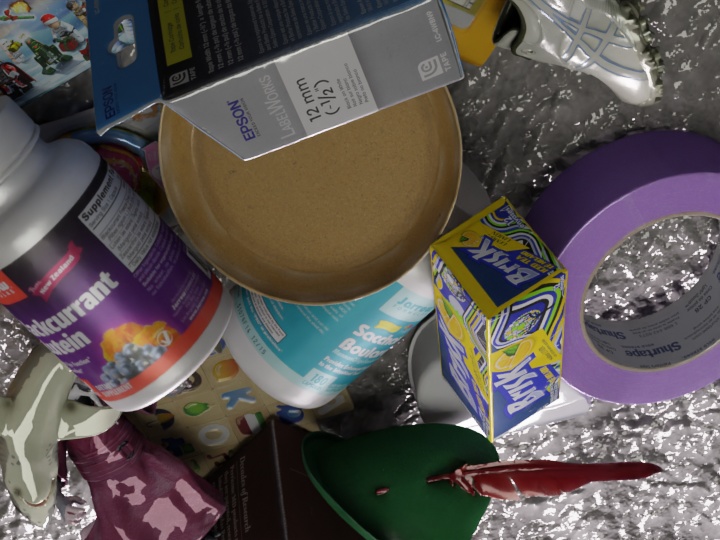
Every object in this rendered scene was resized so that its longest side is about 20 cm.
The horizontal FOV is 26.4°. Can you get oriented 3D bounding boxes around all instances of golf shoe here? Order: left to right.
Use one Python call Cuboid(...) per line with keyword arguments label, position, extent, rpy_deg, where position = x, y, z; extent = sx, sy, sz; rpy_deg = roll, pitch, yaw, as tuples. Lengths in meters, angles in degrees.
Cuboid(label="golf shoe", position=(0.132, -0.161, 0.973), extent=(0.097, 0.078, 0.200), rpy_deg=(-22, 146, 14))

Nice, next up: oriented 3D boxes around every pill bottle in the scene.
Cuboid(label="pill bottle", position=(-0.185, -0.013, 0.983), extent=(0.111, 0.112, 0.200), rpy_deg=(-34, 115, 20))
Cuboid(label="pill bottle", position=(0.000, 0.000, 1.082), extent=(0.111, 0.111, 0.200), rpy_deg=(30, 121, -30))

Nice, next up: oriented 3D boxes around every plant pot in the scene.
Cuboid(label="plant pot", position=(-0.032, -0.077, 0.993), extent=(0.199, 0.027, 0.201), rpy_deg=(2, 103, 9))

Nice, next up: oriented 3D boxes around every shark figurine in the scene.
Cuboid(label="shark figurine", position=(-0.206, 0.064, 1.101), extent=(0.215, 0.089, 0.128), rpy_deg=(-48, 116, -1))

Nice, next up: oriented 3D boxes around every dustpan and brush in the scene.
Cuboid(label="dustpan and brush", position=(0.081, 0.053, 1.188), extent=(0.139, 0.057, 0.200), rpy_deg=(-17, 139, 22))

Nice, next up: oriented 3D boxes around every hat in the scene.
Cuboid(label="hat", position=(0.083, 0.131, 1.194), extent=(0.200, 0.166, 0.176), rpy_deg=(34, 104, -20))

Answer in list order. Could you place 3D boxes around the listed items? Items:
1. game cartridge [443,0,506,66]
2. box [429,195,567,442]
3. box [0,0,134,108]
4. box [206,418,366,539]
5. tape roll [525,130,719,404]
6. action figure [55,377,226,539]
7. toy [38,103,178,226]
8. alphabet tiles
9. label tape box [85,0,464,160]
Cuboid(label="game cartridge", position=(0.034, -0.231, 0.941), extent=(0.200, 0.032, 0.176), rpy_deg=(18, 126, -24))
Cuboid(label="box", position=(0.095, 0.039, 1.049), extent=(0.064, 0.070, 0.200), rpy_deg=(-31, 153, -11))
Cuboid(label="box", position=(-0.239, -0.164, 0.952), extent=(0.200, 0.040, 0.137), rpy_deg=(-27, 128, 15))
Cuboid(label="box", position=(-0.063, 0.264, 1.261), extent=(0.166, 0.164, 0.200), rpy_deg=(28, 122, -31))
Cuboid(label="tape roll", position=(0.214, 0.000, 1.124), extent=(0.200, 0.066, 0.200), rpy_deg=(-8, 124, -12))
Cuboid(label="action figure", position=(-0.190, 0.137, 1.196), extent=(0.134, 0.149, 0.200), rpy_deg=(-35, 112, -16))
Cuboid(label="toy", position=(-0.160, -0.058, 1.050), extent=(0.200, 0.047, 0.115), rpy_deg=(-19, 129, 8))
Cuboid(label="alphabet tiles", position=(-0.112, 0.104, 1.226), extent=(0.200, 0.006, 0.167), rpy_deg=(-16, 131, 6))
Cuboid(label="label tape box", position=(-0.054, -0.137, 0.889), extent=(0.200, 0.143, 0.066), rpy_deg=(-22, 132, 6))
